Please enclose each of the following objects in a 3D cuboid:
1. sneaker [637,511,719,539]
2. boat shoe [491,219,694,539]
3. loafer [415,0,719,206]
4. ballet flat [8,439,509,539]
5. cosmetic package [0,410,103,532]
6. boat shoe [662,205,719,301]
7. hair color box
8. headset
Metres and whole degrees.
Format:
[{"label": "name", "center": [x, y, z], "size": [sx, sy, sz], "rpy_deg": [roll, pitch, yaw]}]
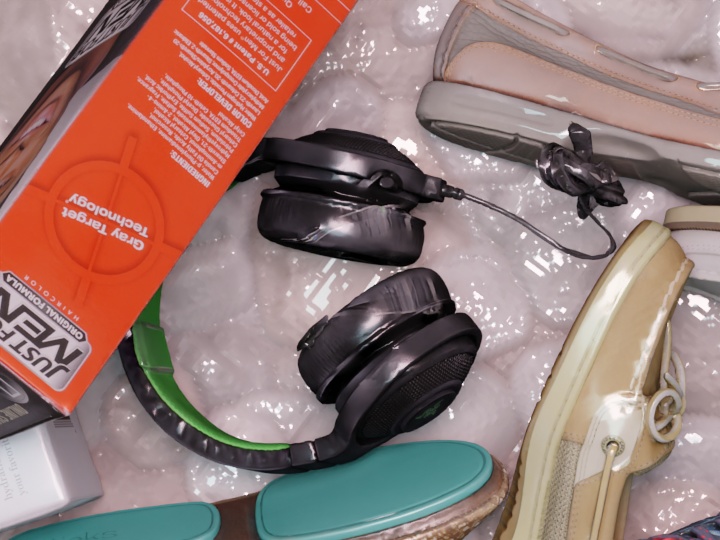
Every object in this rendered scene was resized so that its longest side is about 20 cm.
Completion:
[{"label": "sneaker", "center": [0.125, 0.125, 0.974], "size": [0.079, 0.096, 0.200], "rpy_deg": [17, 52, 34]}, {"label": "boat shoe", "center": [0.088, 0.081, 1.015], "size": [0.063, 0.073, 0.201], "rpy_deg": [21, 102, 9]}, {"label": "loafer", "center": [0.122, -0.059, 1.031], "size": [0.200, 0.072, 0.063], "rpy_deg": [14, 82, 9]}, {"label": "ballet flat", "center": [-0.038, 0.114, 1.051], "size": [0.200, 0.071, 0.065], "rpy_deg": [-11, 113, 8]}, {"label": "cosmetic package", "center": [-0.210, 0.071, 1.058], "size": [0.200, 0.071, 0.102], "rpy_deg": [-18, 86, 5]}, {"label": "boat shoe", "center": [0.200, 0.029, 1.015], "size": [0.200, 0.075, 0.069], "rpy_deg": [16, 87, 7]}, {"label": "hair color box", "center": [-0.089, -0.036, 0.991], "size": [0.061, 0.101, 0.200], "rpy_deg": [40, 64, -15]}, {"label": "headset", "center": [0.000, 0.000, 1.022], "size": [0.200, 0.094, 0.124], "rpy_deg": [-19, 78, 14]}]
